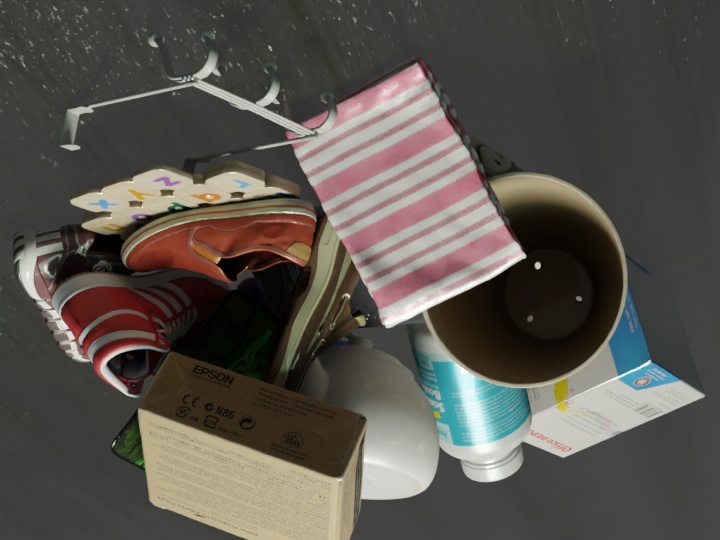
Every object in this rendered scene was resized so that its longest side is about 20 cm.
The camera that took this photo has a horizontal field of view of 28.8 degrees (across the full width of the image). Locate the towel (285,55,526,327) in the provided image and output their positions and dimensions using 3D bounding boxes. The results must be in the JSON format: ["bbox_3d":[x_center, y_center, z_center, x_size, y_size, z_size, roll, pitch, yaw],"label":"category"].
[{"bbox_3d":[0.037,-0.066,1.223,0.145,0.202,0.030,-28,180,16],"label":"towel"}]

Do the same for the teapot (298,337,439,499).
[{"bbox_3d":[-0.005,0.142,1.420,0.195,0.148,0.200,11,157,-9],"label":"teapot"}]

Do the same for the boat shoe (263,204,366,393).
[{"bbox_3d":[-0.030,0.040,1.288,0.074,0.075,0.205,19,100,-8],"label":"boat shoe"}]

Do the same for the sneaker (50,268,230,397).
[{"bbox_3d":[-0.188,0.057,1.335,0.198,0.113,0.072,-3,138,-45],"label":"sneaker"}]

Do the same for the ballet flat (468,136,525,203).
[{"bbox_3d":[0.089,-0.094,1.312,0.198,0.067,0.065,-5,114,-28],"label":"ballet flat"}]

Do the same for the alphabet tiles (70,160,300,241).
[{"bbox_3d":[-0.155,-0.058,1.269,0.198,0.015,0.195,-16,159,35],"label":"alphabet tiles"}]

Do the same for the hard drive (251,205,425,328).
[{"bbox_3d":[-0.010,-0.006,1.365,0.197,0.043,0.136,-5,127,25],"label":"hard drive"}]

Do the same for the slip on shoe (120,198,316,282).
[{"bbox_3d":[-0.132,-0.019,1.272,0.197,0.062,0.074,-8,164,21],"label":"slip on shoe"}]

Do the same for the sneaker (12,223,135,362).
[{"bbox_3d":[-0.255,0.019,1.380,0.114,0.076,0.201,-16,149,3],"label":"sneaker"}]

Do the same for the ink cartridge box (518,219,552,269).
[{"bbox_3d":[0.134,-0.021,1.485,0.198,0.051,0.162,-13,153,33],"label":"ink cartridge box"}]

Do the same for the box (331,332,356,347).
[{"bbox_3d":[-0.085,0.152,1.504,0.117,0.048,0.202,9,111,-47],"label":"box"}]

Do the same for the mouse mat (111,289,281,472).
[{"bbox_3d":[-0.142,0.127,1.395,0.201,0.008,0.161,-51,139,0],"label":"mouse mat"}]

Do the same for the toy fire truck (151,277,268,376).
[{"bbox_3d":[-0.144,0.082,1.507,0.168,0.112,0.200,-45,143,7],"label":"toy fire truck"}]

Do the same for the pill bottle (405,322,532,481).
[{"bbox_3d":[0.121,0.124,1.502,0.109,0.111,0.202,-14,114,5],"label":"pill bottle"}]

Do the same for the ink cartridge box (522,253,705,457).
[{"bbox_3d":[0.261,0.101,1.612,0.199,0.146,0.147,-28,147,27],"label":"ink cartridge box"}]

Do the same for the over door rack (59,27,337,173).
[{"bbox_3d":[-0.137,-0.137,1.176,0.199,0.068,0.147,-19,152,41],"label":"over door rack"}]

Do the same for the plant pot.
[{"bbox_3d":[0.165,0.017,1.320,0.185,0.190,0.200,-18,170,12],"label":"plant pot"}]

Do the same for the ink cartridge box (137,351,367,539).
[{"bbox_3d":[-0.098,0.177,1.291,0.197,0.076,0.166,18,142,10],"label":"ink cartridge box"}]
